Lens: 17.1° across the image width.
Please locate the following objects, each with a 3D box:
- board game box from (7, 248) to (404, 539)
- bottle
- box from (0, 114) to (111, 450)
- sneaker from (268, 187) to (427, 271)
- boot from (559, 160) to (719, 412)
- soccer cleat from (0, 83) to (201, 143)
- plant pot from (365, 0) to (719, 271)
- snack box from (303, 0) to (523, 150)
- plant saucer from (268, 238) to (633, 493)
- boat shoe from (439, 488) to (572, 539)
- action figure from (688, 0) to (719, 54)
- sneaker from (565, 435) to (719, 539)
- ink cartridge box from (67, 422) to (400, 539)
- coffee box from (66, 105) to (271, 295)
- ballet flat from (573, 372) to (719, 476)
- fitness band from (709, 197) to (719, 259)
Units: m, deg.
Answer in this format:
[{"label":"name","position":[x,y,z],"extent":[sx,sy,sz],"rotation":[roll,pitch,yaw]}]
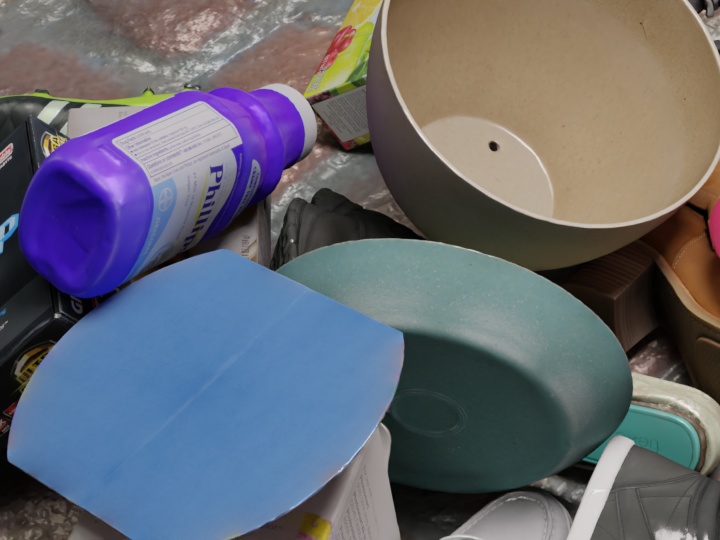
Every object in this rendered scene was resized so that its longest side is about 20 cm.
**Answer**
[{"label":"board game box","position":[-0.071,0.072,1.145],"extent":[0.200,0.039,0.158],"rotation":[24,59,42]},{"label":"bottle","position":[-0.094,-0.051,1.256],"extent":[0.065,0.084,0.200],"rotation":[37,33,16]},{"label":"box","position":[-0.220,0.035,1.302],"extent":[0.200,0.046,0.159],"rotation":[-39,40,23]},{"label":"sneaker","position":[0.000,0.000,1.317],"extent":[0.091,0.076,0.200],"rotation":[16,16,7]},{"label":"boot","position":[0.226,0.010,1.325],"extent":[0.200,0.074,0.155],"rotation":[31,52,30]},{"label":"soccer cleat","position":[-0.179,-0.067,1.465],"extent":[0.200,0.068,0.081],"rotation":[-5,58,3]},{"label":"plant pot","position":[0.085,-0.079,1.330],"extent":[0.200,0.135,0.201],"rotation":[9,59,-16]},{"label":"snack box","position":[0.061,-0.174,1.500],"extent":[0.142,0.053,0.200],"rotation":[-17,34,38]},{"label":"plant saucer","position":[0.036,0.060,1.211],"extent":[0.200,0.200,0.036],"rotation":[6,53,14]},{"label":"boat shoe","position":[0.047,0.169,1.187],"extent":[0.072,0.069,0.200],"rotation":[23,49,29]},{"label":"action figure","position":[0.202,-0.145,1.464],"extent":[0.200,0.102,0.119],"rotation":[-37,57,-12]},{"label":"sneaker","position":[0.144,0.171,1.173],"extent":[0.099,0.071,0.200],"rotation":[13,50,15]},{"label":"ink cartridge box","position":[-0.063,0.157,1.174],"extent":[0.128,0.125,0.200],"rotation":[8,46,19]},{"label":"coffee box","position":[-0.109,0.007,1.342],"extent":[0.114,0.080,0.200],"rotation":[-2,54,2]},{"label":"ballet flat","position":[0.103,0.073,1.297],"extent":[0.200,0.068,0.062],"rotation":[17,22,18]},{"label":"fitness band","position":[0.274,0.017,1.270],"extent":[0.200,0.037,0.144],"rotation":[30,39,-3]}]
